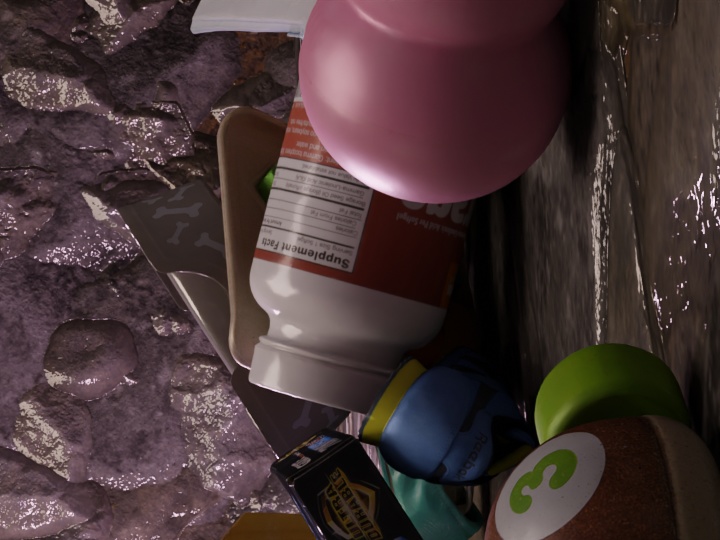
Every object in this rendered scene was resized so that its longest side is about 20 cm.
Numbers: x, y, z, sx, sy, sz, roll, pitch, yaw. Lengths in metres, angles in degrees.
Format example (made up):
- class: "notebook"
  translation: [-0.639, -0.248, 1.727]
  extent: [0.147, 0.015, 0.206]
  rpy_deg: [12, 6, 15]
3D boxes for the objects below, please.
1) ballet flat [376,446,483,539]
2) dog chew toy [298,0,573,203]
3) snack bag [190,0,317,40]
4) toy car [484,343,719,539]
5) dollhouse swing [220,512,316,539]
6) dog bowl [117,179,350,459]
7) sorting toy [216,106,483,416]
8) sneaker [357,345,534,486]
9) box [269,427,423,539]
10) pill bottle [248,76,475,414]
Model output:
- class: "ballet flat"
  translation: [0.032, 0.084, 1.448]
  extent: [0.067, 0.070, 0.201]
  rpy_deg: [-90, -18, -72]
- class: "dog chew toy"
  translation: [0.040, -0.131, 1.012]
  extent: [0.125, 0.123, 0.201]
  rpy_deg: [-98, 14, -54]
- class: "snack bag"
  translation: [-0.025, -0.209, 1.180]
  extent: [0.188, 0.021, 0.201]
  rpy_deg: [15, 82, 65]
- class: "toy car"
  translation: [0.024, 0.128, 0.785]
  extent: [0.165, 0.198, 0.159]
  rpy_deg: [-100, 8, -59]
- class: "dollhouse swing"
  translation: [-0.016, 0.274, 1.661]
  extent: [0.182, 0.174, 0.202]
  rpy_deg: [98, 167, -69]
- class: "dog bowl"
  translation: [-0.076, 0.031, 1.458]
  extent: [0.201, 0.058, 0.200]
  rpy_deg: [56, 175, 8]
- class: "sorting toy"
  translation: [0.000, 0.000, 1.397]
  extent: [0.036, 0.184, 0.201]
  rpy_deg: [-46, 32, 35]
- class: "sneaker"
  translation: [0.058, 0.087, 1.259]
  extent: [0.066, 0.078, 0.200]
  rpy_deg: [-61, -11, 6]
- class: "box"
  translation: [0.025, 0.180, 1.265]
  extent: [0.201, 0.050, 0.198]
  rpy_deg: [57, 174, -1]
- class: "pill bottle"
  translation: [0.004, -0.026, 1.271]
  extent: [0.112, 0.111, 0.202]
  rpy_deg: [-167, 91, -86]
